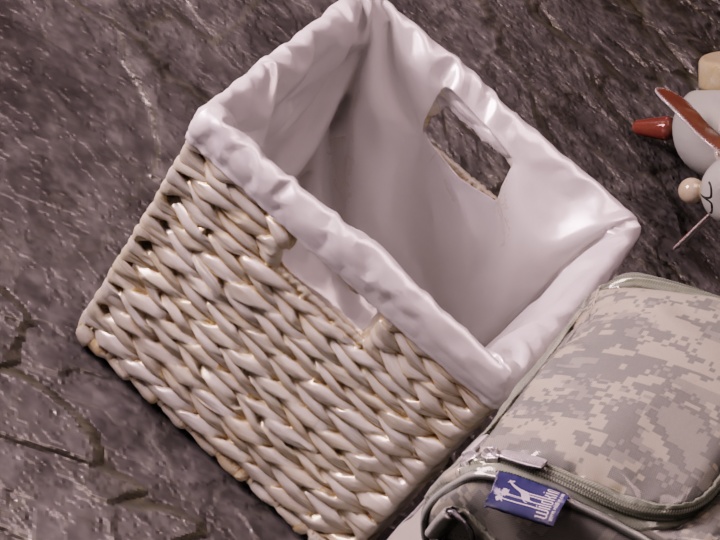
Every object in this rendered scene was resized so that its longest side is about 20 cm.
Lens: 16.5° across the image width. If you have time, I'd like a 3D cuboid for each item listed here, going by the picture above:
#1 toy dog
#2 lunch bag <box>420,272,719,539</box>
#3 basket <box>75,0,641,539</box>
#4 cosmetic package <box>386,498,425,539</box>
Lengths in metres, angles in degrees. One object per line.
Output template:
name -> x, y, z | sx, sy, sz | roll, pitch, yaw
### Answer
toy dog -> 0.215, -0.080, 1.579 | 0.200, 0.096, 0.133 | 10, 76, -78
lunch bag -> 0.129, 0.104, 1.078 | 0.168, 0.140, 0.200 | 39, 39, 4
basket -> 0.000, 0.000, 1.237 | 0.198, 0.161, 0.200 | 41, 35, 4
cosmetic package -> 0.087, 0.199, 1.141 | 0.200, 0.103, 0.087 | 33, 36, -6
